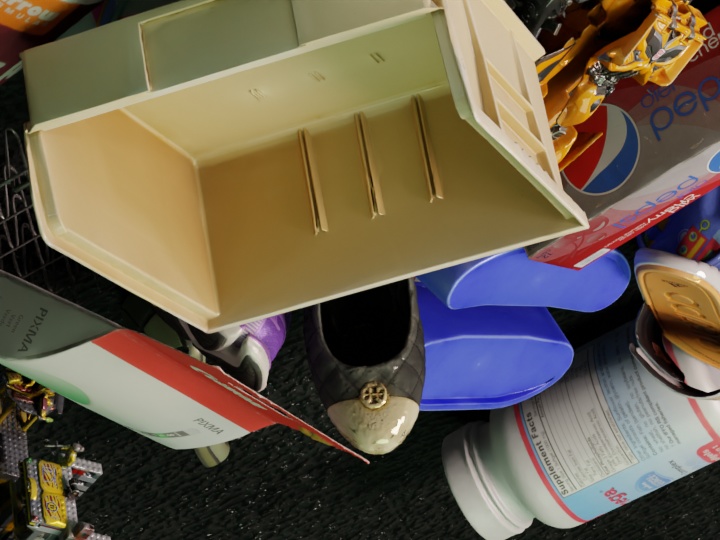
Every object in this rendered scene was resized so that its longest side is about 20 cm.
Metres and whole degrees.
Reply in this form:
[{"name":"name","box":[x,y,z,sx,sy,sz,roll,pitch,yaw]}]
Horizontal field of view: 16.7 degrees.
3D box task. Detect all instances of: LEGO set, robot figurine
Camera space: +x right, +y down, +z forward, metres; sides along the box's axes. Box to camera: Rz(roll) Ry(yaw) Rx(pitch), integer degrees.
[{"name":"LEGO set","box":[-0.219,0.106,1.402,0.153,0.201,0.116,25,129,-28]},{"name":"robot figurine","box":[0.095,-0.091,1.245,0.200,0.058,0.145,-41,159,18]}]

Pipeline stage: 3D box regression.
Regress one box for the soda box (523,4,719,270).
[{"name":"soda box","box":[0.169,-0.079,1.320,0.199,0.070,0.063,-32,158,25]}]

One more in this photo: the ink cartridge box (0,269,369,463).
[{"name":"ink cartridge box","box":[-0.115,0.063,1.299,0.161,0.199,0.050,36,81,-53]}]

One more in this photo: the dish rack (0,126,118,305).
[{"name":"dish rack","box":[-0.180,-0.025,1.342,0.199,0.055,0.153,-27,147,22]}]

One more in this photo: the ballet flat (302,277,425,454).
[{"name":"ballet flat","box":[0.000,0.000,1.326,0.066,0.202,0.057,-3,163,-2]}]

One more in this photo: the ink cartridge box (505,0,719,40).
[{"name":"ink cartridge box","box":[0.132,-0.122,1.343,0.199,0.039,0.100,-15,150,0]}]

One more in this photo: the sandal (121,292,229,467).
[{"name":"sandal","box":[-0.101,0.057,1.502,0.057,0.080,0.201,-29,160,-8]}]

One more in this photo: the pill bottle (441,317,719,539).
[{"name":"pill bottle","box":[0.159,0.107,1.658,0.199,0.109,0.109,-28,147,20]}]

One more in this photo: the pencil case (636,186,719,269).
[{"name":"pencil case","box":[0.239,-0.004,1.548,0.078,0.087,0.200,-60,145,-5]}]

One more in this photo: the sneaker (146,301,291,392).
[{"name":"sneaker","box":[-0.064,0.005,1.359,0.080,0.200,0.084,38,98,-8]}]

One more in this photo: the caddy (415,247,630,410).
[{"name":"caddy","box":[0.061,0.001,1.444,0.199,0.105,0.142,3,130,-47]}]

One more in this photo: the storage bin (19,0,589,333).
[{"name":"storage bin","box":[-0.023,-0.060,1.104,0.199,0.094,0.198,-15,163,16]}]

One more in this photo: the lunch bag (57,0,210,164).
[{"name":"lunch bag","box":[-0.047,-0.124,1.217,0.199,0.077,0.161,-1,145,-24]}]

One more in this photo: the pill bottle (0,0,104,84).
[{"name":"pill bottle","box":[-0.174,-0.144,1.087,0.200,0.115,0.114,-35,145,29]}]

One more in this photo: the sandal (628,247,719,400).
[{"name":"sandal","box":[0.197,0.043,1.488,0.079,0.060,0.207,16,168,25]}]
